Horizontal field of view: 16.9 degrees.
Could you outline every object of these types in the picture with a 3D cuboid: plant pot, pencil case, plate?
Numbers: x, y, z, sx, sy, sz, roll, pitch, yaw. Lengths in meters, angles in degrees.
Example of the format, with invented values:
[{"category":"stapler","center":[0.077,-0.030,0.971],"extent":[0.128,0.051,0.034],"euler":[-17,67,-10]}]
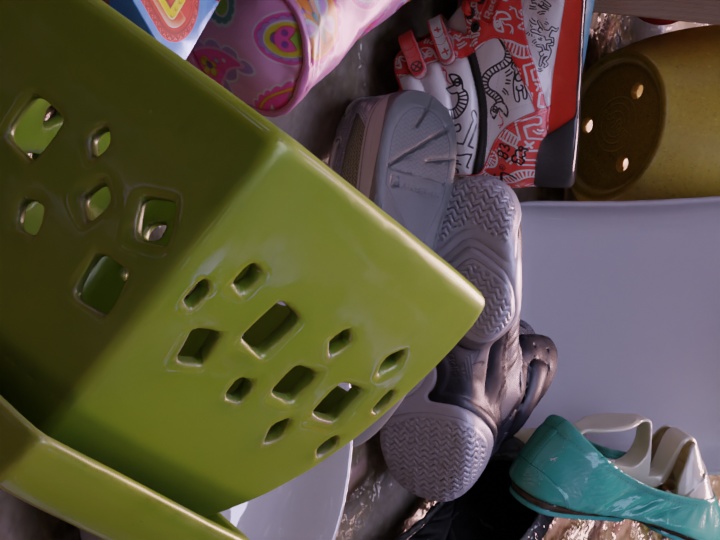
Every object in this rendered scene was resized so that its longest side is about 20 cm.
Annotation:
[{"category":"plant pot","center":[-0.101,0.005,1.027],"extent":[0.182,0.199,0.200],"euler":[-52,146,0]},{"category":"pencil case","center":[-0.016,-0.156,1.271],"extent":[0.200,0.087,0.087],"euler":[-43,131,-47]},{"category":"plate","center":[0.172,0.040,1.540],"extent":[0.032,0.199,0.200],"euler":[-112,-159,-63]},{"category":"plant pot","center":[0.216,-0.078,1.598],"extent":[0.142,0.200,0.200],"euler":[14,83,-36]}]

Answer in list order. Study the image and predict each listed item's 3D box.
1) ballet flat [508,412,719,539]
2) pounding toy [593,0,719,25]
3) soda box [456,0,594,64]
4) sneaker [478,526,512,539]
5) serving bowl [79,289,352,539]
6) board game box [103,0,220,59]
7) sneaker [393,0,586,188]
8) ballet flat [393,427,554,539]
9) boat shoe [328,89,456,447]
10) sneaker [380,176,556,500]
[{"category":"ballet flat","center":[0.174,0.127,1.507],"extent":[0.200,0.067,0.070],"euler":[16,107,-45]},{"category":"pounding toy","center":[0.246,-0.199,1.546],"extent":[0.184,0.200,0.142],"euler":[-49,145,-63]},{"category":"soda box","center":[0.098,-0.153,1.458],"extent":[0.068,0.064,0.200],"euler":[-5,106,-62]},{"category":"sneaker","center":[0.123,0.218,1.574],"extent":[0.200,0.081,0.075],"euler":[29,67,-56]},{"category":"serving bowl","center":[-0.082,0.095,1.219],"extent":[0.200,0.066,0.200],"euler":[-17,110,-58]},{"category":"board game box","center":[-0.105,-0.229,1.131],"extent":[0.196,0.056,0.200],"euler":[-64,144,-30]},{"category":"sneaker","center":[0.075,-0.148,1.386],"extent":[0.067,0.108,0.202],"euler":[-52,145,-79]},{"category":"ballet flat","center":[0.069,0.157,1.469],"extent":[0.200,0.066,0.057],"euler":[-43,164,-40]},{"category":"boat shoe","center":[-0.001,-0.001,1.342],"extent":[0.074,0.065,0.202],"euler":[17,80,-37]},{"category":"sneaker","center":[0.069,0.029,1.431],"extent":[0.114,0.075,0.200],"euler":[-31,135,-57]}]
